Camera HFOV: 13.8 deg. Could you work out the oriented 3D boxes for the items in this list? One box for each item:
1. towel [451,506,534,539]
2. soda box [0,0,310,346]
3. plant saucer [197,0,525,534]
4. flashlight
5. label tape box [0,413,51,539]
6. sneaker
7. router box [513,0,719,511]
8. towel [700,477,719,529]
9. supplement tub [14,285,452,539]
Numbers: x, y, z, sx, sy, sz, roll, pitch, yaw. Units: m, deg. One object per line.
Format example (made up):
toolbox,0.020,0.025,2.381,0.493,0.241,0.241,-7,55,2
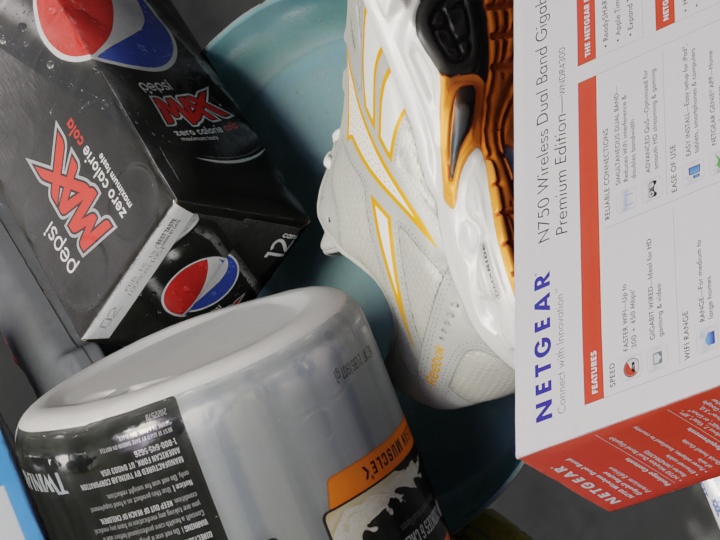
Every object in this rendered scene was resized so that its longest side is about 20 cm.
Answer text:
towel,0.078,0.185,0.993,0.200,0.023,0.144,35,112,34
soda box,-0.098,-0.064,1.058,0.071,0.063,0.200,-54,50,27
plant saucer,0.000,0.000,1.037,0.199,0.027,0.202,2,93,38
flashlight,-0.121,0.013,1.090,0.068,0.067,0.200,-50,57,26
label tape box,-0.124,0.132,1.070,0.066,0.200,0.144,-26,58,-3
sneaker,0.013,-0.048,0.967,0.092,0.075,0.201,-26,75,40
router box,0.128,-0.050,0.876,0.179,0.049,0.201,-22,53,36
towel,0.165,0.040,0.926,0.146,0.024,0.201,-28,79,32
supplement tub,-0.023,0.117,0.962,0.122,0.122,0.201,-14,102,36
